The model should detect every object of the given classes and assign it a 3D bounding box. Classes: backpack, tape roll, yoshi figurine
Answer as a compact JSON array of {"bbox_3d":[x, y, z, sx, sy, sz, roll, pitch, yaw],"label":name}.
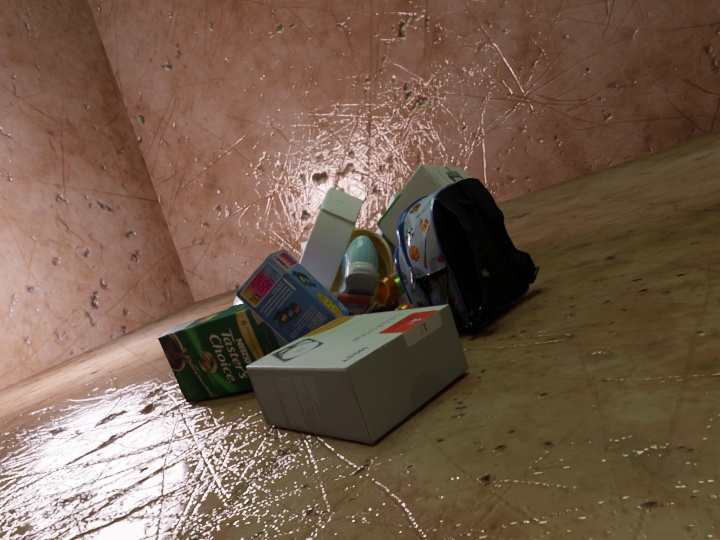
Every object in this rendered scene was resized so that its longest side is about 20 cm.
[{"bbox_3d":[0.140,-0.025,0.774,0.152,0.194,0.199,-13,9,43],"label":"backpack"},{"bbox_3d":[-0.060,-0.051,1.016,0.070,0.206,0.202,22,6,-2],"label":"tape roll"},{"bbox_3d":[0.129,0.018,0.895,0.197,0.115,0.111,-20,21,-32],"label":"yoshi figurine"}]

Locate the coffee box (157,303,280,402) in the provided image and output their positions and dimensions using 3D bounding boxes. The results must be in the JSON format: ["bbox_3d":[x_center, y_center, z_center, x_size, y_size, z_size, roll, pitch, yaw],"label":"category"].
[{"bbox_3d":[-0.214,0.128,0.831,0.197,0.125,0.044,-16,11,29],"label":"coffee box"}]

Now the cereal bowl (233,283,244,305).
[{"bbox_3d":[-0.304,0.067,1.625,0.197,0.084,0.201,-27,22,12],"label":"cereal bowl"}]

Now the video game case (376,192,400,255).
[{"bbox_3d":[0.104,-0.097,1.184,0.180,0.022,0.202,-18,-36,-39],"label":"video game case"}]

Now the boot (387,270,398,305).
[{"bbox_3d":[0.114,-0.020,0.983,0.153,0.077,0.202,-20,-32,-14],"label":"boot"}]

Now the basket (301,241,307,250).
[{"bbox_3d":[-0.102,-0.057,2.021,0.196,0.164,0.198,-19,5,-15],"label":"basket"}]

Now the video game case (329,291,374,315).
[{"bbox_3d":[-0.080,0.056,0.964,0.195,0.018,0.143,5,-13,-5],"label":"video game case"}]

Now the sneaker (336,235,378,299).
[{"bbox_3d":[0.000,0.000,0.936,0.072,0.084,0.200,8,-19,-8],"label":"sneaker"}]

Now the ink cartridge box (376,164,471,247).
[{"bbox_3d":[0.141,-0.120,1.045,0.146,0.084,0.199,-52,-19,26],"label":"ink cartridge box"}]

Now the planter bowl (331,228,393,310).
[{"bbox_3d":[-0.005,0.022,1.126,0.197,0.204,0.083,-16,-30,24],"label":"planter bowl"}]

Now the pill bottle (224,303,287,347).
[{"bbox_3d":[-0.188,0.113,0.940,0.115,0.118,0.198,-24,8,-42],"label":"pill bottle"}]

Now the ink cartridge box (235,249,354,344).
[{"bbox_3d":[-0.072,0.066,0.785,0.076,0.200,0.136,-45,3,5],"label":"ink cartridge box"}]

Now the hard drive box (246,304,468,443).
[{"bbox_3d":[-0.008,0.108,0.596,0.154,0.078,0.198,-25,8,-40],"label":"hard drive box"}]
